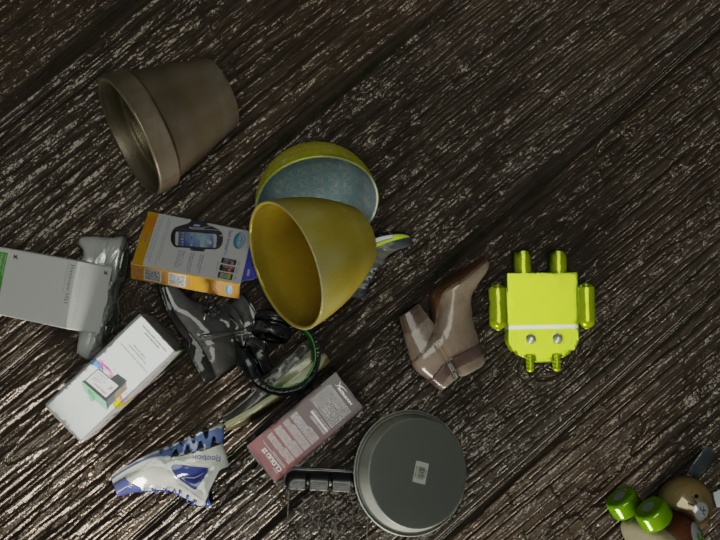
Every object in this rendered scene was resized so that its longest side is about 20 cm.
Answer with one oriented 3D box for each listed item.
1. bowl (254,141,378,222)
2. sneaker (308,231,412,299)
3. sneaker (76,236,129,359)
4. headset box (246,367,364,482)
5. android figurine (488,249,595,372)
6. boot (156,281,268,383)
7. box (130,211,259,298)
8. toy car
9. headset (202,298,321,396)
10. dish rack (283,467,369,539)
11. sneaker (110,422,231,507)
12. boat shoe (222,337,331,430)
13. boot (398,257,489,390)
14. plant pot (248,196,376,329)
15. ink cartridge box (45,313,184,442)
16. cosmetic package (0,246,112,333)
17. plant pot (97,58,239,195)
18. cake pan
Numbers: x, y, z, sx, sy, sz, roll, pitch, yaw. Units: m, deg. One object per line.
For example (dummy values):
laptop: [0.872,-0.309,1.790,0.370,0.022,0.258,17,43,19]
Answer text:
bowl: [-0.076,-0.137,1.708,0.197,0.202,0.109,-10,46,-4]
sneaker: [0.000,0.000,1.745,0.198,0.074,0.082,-29,96,3]
sneaker: [-0.435,0.040,1.714,0.098,0.078,0.203,9,80,5]
headset box: [-0.096,0.245,1.683,0.199,0.149,0.075,-39,90,-5]
android figurine: [0.300,0.067,1.771,0.179,0.041,0.203,1,86,-4]
boot: [-0.240,0.068,1.731,0.131,0.070,0.202,-29,97,-11]
box: [-0.256,-0.023,1.707,0.197,0.042,0.120,13,47,-4]
toy car: [0.530,0.389,1.727,0.199,0.157,0.165,-38,103,-16]
headset: [-0.154,0.109,1.668,0.198,0.094,0.124,30,71,6]
dish rack: [-0.055,0.426,1.727,0.151,0.055,0.203,4,89,-2]
sneaker: [-0.291,0.333,1.701,0.197,0.081,0.116,-23,87,-6]
boat shoe: [-0.143,0.181,1.726,0.200,0.072,0.066,-34,81,-5]
boot: [0.161,0.093,1.752,0.199,0.070,0.147,-34,96,-3]
plant pot: [-0.059,-0.028,1.629,0.141,0.199,0.202,-21,89,-31]
ink cartridge box: [-0.379,0.165,1.669,0.200,0.145,0.084,-44,91,-4]
cosmetic package: [-0.493,0.028,1.658,0.198,0.085,0.109,7,86,28]
plant pot: [-0.292,-0.246,1.683,0.172,0.200,0.202,-30,90,-20]
cake pan: [0.087,0.326,1.719,0.197,0.037,0.203,4,80,-20]
